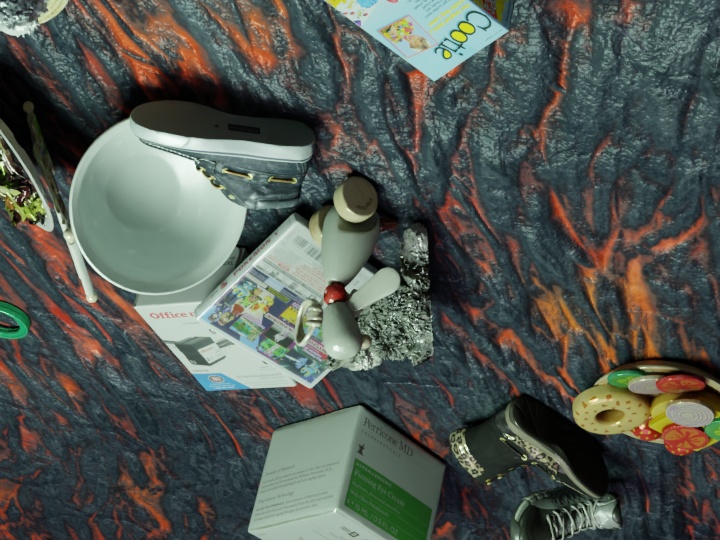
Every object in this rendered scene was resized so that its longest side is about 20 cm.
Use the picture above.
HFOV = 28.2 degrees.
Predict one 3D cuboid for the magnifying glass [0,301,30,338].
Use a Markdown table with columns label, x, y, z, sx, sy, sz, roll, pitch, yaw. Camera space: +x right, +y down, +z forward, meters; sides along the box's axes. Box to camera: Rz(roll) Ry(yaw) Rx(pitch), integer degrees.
| label | x | y | z | sx | sy | sz | roll | pitch | yaw |
| --- | --- | --- | --- | --- | --- | --- | --- | --- | --- |
| magnifying glass | -0.566 | 0.057 | 2.043 | 0.197 | 0.023 | 0.080 | 10 | 147 | 4 |

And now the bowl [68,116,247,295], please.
| label | x | y | z | sx | sy | sz | roll | pitch | yaw |
| --- | --- | --- | --- | --- | --- | --- | --- | --- | --- |
| bowl | -0.232 | -0.080 | 1.588 | 0.200 | 0.203 | 0.090 | 33 | 177 | -26 |

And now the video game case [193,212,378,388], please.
| label | x | y | z | sx | sy | sz | roll | pitch | yaw |
| --- | --- | --- | --- | --- | --- | --- | --- | --- | --- |
| video game case | -0.070 | 0.041 | 1.731 | 0.182 | 0.023 | 0.199 | -42 | 127 | 19 |

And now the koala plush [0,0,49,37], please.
| label | x | y | z | sx | sy | sz | roll | pitch | yaw |
| --- | --- | --- | --- | --- | --- | --- | --- | --- | --- |
| koala plush | -0.312 | -0.315 | 1.216 | 0.182 | 0.202 | 0.178 | -10 | 140 | 32 |

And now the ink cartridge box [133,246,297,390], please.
| label | x | y | z | sx | sy | sz | roll | pitch | yaw |
| --- | --- | --- | --- | --- | --- | --- | --- | --- | --- |
| ink cartridge box | -0.175 | 0.065 | 1.838 | 0.143 | 0.085 | 0.201 | -4 | 142 | 26 |

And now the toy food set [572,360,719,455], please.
| label | x | y | z | sx | sy | sz | roll | pitch | yaw |
| --- | --- | --- | --- | --- | --- | --- | --- | --- | --- |
| toy food set | 0.383 | 0.176 | 1.817 | 0.198 | 0.049 | 0.198 | 27 | 145 | -18 |

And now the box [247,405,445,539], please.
| label | x | y | z | sx | sy | sz | roll | pitch | yaw |
| --- | --- | --- | --- | --- | --- | --- | --- | --- | --- |
| box | -0.017 | 0.331 | 2.093 | 0.199 | 0.173 | 0.198 | -21 | 133 | 41 |

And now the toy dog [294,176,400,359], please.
| label | x | y | z | sx | sy | sz | roll | pitch | yaw |
| --- | --- | --- | --- | --- | --- | --- | --- | --- | --- |
| toy dog | 0.000 | 0.000 | 1.605 | 0.095 | 0.203 | 0.132 | 9 | 177 | -24 |

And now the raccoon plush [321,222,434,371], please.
| label | x | y | z | sx | sy | sz | roll | pitch | yaw |
| --- | --- | --- | --- | --- | --- | --- | --- | --- | --- |
| raccoon plush | 0.016 | 0.033 | 1.693 | 0.132 | 0.097 | 0.203 | -4 | 113 | 0 |

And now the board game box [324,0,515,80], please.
| label | x | y | z | sx | sy | sz | roll | pitch | yaw |
| --- | --- | --- | --- | --- | --- | --- | --- | --- | --- |
| board game box | 0.031 | -0.275 | 1.230 | 0.199 | 0.104 | 0.104 | 33 | 143 | -25 |

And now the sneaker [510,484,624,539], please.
| label | x | y | z | sx | sy | sz | roll | pitch | yaw |
| --- | --- | --- | --- | --- | --- | --- | --- | --- | --- |
| sneaker | 0.299 | 0.338 | 1.983 | 0.114 | 0.199 | 0.076 | -1 | 103 | 41 |

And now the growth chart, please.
| label | x | y | z | sx | sy | sz | roll | pitch | yaw |
| --- | --- | --- | --- | --- | --- | --- | --- | --- | --- |
| growth chart | -0.340 | -0.073 | 1.625 | 0.018 | 0.202 | 0.145 | -19 | 153 | -9 |

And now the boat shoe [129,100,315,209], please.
| label | x | y | z | sx | sy | sz | roll | pitch | yaw |
| --- | --- | --- | --- | --- | --- | --- | --- | --- | --- |
| boat shoe | -0.151 | -0.117 | 1.528 | 0.197 | 0.071 | 0.092 | 8 | 127 | -9 |

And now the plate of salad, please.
| label | x | y | z | sx | sy | sz | roll | pitch | yaw |
| --- | --- | --- | --- | --- | --- | --- | --- | --- | --- |
| plate of salad | -0.411 | -0.122 | 1.605 | 0.200 | 0.048 | 0.201 | 44 | 158 | 22 |

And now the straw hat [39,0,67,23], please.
| label | x | y | z | sx | sy | sz | roll | pitch | yaw |
| --- | --- | --- | --- | --- | --- | --- | --- | --- | --- |
| straw hat | -0.393 | -0.277 | 1.409 | 0.198 | 0.086 | 0.202 | 10 | 146 | 7 |

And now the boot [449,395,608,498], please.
| label | x | y | z | sx | sy | sz | roll | pitch | yaw |
| --- | --- | --- | --- | --- | --- | --- | --- | --- | --- |
| boot | 0.231 | 0.258 | 1.976 | 0.199 | 0.074 | 0.150 | 37 | 140 | -24 |
